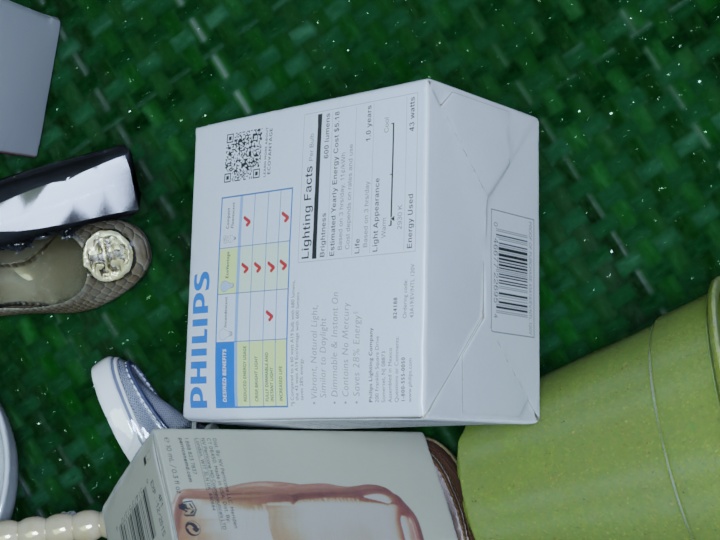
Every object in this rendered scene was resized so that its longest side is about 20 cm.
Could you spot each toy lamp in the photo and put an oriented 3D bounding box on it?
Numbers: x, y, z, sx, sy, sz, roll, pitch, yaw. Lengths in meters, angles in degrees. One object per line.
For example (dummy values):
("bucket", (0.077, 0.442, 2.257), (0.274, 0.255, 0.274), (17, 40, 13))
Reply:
("toy lamp", (-0.207, 0.174, 0.953), (0.197, 0.058, 0.059), (-5, 91, -3))

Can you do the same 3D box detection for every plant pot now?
("plant pot", (0.169, 0.125, 0.913), (0.188, 0.200, 0.203), (-16, 89, 23))

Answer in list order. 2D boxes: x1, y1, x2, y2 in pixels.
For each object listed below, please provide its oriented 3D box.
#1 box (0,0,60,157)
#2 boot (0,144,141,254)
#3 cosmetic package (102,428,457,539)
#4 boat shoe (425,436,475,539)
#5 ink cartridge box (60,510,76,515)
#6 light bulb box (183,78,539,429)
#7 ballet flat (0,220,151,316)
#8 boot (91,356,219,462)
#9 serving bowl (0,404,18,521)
("box", (-0.337, -0.152, 0.996), (0.197, 0.152, 0.108), (12, 93, 10))
("boot", (-0.259, -0.051, 1.015), (0.198, 0.165, 0.066), (-21, 115, -8))
("cosmetic package", (-0.051, 0.163, 0.904), (0.104, 0.198, 0.088), (-55, 43, 41))
("boat shoe", (0.056, 0.217, 0.980), (0.071, 0.068, 0.203), (-10, 90, 10))
("ink cartridge box", (-0.213, 0.300, 1.020), (0.144, 0.084, 0.201), (-39, 86, 8))
("light bulb box", (0.000, 0.000, 0.902), (0.198, 0.124, 0.201), (-5, 79, 40))
("ballet flat", (-0.251, 0.003, 1.038), (0.197, 0.046, 0.068), (-8, 91, 10))
("boot", (-0.106, 0.133, 1.011), (0.090, 0.073, 0.201), (-31, 95, 4))
("serving bowl", (-0.335, 0.160, 1.036), (0.197, 0.066, 0.203), (-4, 72, 12))
